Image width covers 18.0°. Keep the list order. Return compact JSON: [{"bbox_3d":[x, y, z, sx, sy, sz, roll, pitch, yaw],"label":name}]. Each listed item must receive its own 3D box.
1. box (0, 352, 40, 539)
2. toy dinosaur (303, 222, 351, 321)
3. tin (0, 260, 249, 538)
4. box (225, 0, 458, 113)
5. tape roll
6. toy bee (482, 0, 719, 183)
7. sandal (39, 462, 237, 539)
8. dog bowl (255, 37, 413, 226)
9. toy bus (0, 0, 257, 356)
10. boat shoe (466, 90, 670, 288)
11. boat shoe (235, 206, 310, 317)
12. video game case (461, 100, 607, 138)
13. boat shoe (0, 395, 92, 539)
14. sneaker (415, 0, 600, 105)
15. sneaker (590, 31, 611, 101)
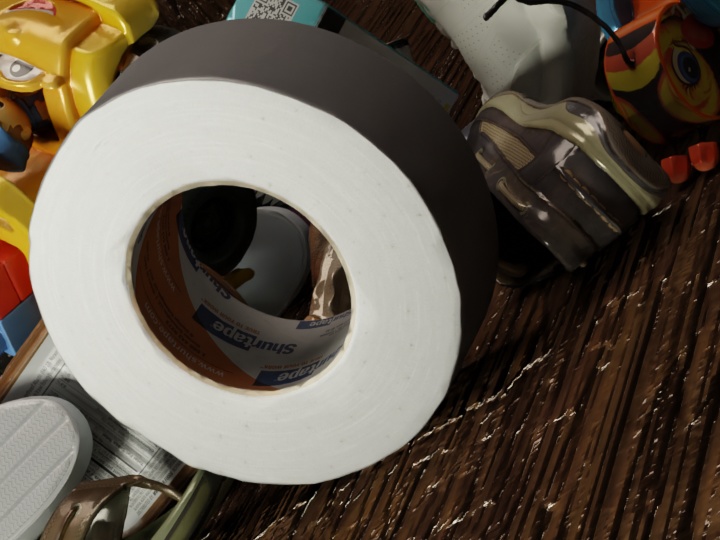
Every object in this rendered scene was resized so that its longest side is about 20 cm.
[{"bbox_3d":[-0.217,0.079,1.281,0.200,0.193,0.048,-43,-25,-22],"label":"box"},{"bbox_3d":[0.000,0.000,1.164,0.086,0.136,0.200,14,14,24],"label":"toy dinosaur"},{"bbox_3d":[-0.124,0.065,1.141,0.200,0.112,0.042,-50,1,43],"label":"tin"},{"bbox_3d":[-0.017,-0.092,1.223,0.082,0.049,0.200,-61,-24,2],"label":"box"},{"bbox_3d":[-0.043,-0.006,0.997,0.200,0.200,0.066,-33,14,30],"label":"tape roll"},{"bbox_3d":[0.146,-0.096,1.045,0.199,0.109,0.131,-17,-5,-21],"label":"toy bee"},{"bbox_3d":[-0.133,0.137,1.086,0.201,0.057,0.080,-36,7,28],"label":"sandal"},{"bbox_3d":[-0.037,-0.062,1.418,0.200,0.074,0.200,-32,1,1],"label":"dog bowl"},{"bbox_3d":[-0.173,-0.040,1.203,0.135,0.201,0.192,22,50,41],"label":"toy bus"},{"bbox_3d":[0.074,-0.036,1.055,0.073,0.074,0.200,-46,7,-8],"label":"boat shoe"},{"bbox_3d":[-0.093,0.029,1.350,0.199,0.074,0.068,-47,-10,26],"label":"boat shoe"},{"bbox_3d":[0.070,-0.065,1.314,0.200,0.019,0.143,-41,12,-3],"label":"video game case"},{"bbox_3d":[-0.202,0.138,1.153,0.200,0.072,0.071,-43,-25,15],"label":"boat shoe"},{"bbox_3d":[0.068,-0.121,1.120,0.088,0.200,0.075,10,53,16],"label":"sneaker"},{"bbox_3d":[0.118,-0.139,1.226,0.200,0.075,0.100,2,47,47],"label":"sneaker"}]
